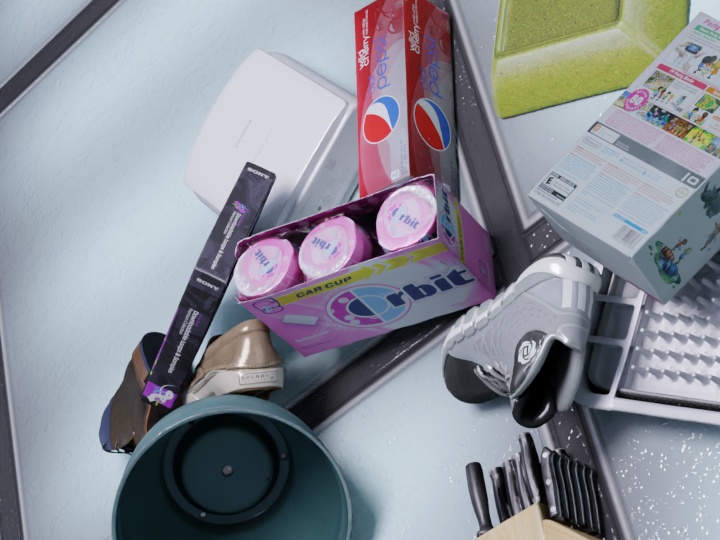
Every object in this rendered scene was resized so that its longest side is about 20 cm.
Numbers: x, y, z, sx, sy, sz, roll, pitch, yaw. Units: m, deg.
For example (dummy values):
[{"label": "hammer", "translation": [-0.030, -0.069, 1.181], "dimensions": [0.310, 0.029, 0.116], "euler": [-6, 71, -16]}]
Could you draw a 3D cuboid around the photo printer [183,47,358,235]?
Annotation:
[{"label": "photo printer", "translation": [-0.081, -0.115, 1.902], "dimensions": [0.200, 0.069, 0.167], "euler": [37, 98, 49]}]

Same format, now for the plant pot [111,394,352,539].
[{"label": "plant pot", "translation": [-0.112, 0.190, 1.711], "dimensions": [0.201, 0.200, 0.134], "euler": [-55, 14, 10]}]

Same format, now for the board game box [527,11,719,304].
[{"label": "board game box", "translation": [0.243, -0.087, 1.501], "dimensions": [0.200, 0.064, 0.147], "euler": [-46, 36, -4]}]

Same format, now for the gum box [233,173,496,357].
[{"label": "gum box", "translation": [0.000, 0.000, 1.689], "dimensions": [0.199, 0.113, 0.067], "euler": [-18, 57, 22]}]

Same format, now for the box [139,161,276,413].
[{"label": "box", "translation": [-0.138, 0.016, 1.799], "dimensions": [0.200, 0.036, 0.143], "euler": [119, 174, -46]}]

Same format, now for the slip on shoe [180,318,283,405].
[{"label": "slip on shoe", "translation": [-0.116, 0.087, 1.788], "dimensions": [0.200, 0.075, 0.061], "euler": [144, 119, -74]}]

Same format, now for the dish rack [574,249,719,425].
[{"label": "dish rack", "translation": [0.254, 0.033, 1.496], "dimensions": [0.199, 0.043, 0.173], "euler": [5, 74, 48]}]

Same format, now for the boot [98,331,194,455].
[{"label": "boot", "translation": [-0.196, 0.163, 1.895], "dimensions": [0.097, 0.074, 0.201], "euler": [-50, 34, 33]}]

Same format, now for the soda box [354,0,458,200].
[{"label": "soda box", "translation": [0.040, -0.148, 1.791], "dimensions": [0.063, 0.070, 0.201], "euler": [-25, 54, 37]}]

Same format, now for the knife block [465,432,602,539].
[{"label": "knife block", "translation": [0.124, 0.230, 1.517], "dimensions": [0.175, 0.064, 0.201], "euler": [20, 86, 50]}]

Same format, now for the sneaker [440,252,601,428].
[{"label": "sneaker", "translation": [0.116, 0.080, 1.548], "dimensions": [0.200, 0.075, 0.116], "euler": [128, 154, -50]}]

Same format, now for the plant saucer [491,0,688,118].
[{"label": "plant saucer", "translation": [0.187, -0.246, 1.703], "dimensions": [0.199, 0.048, 0.202], "euler": [-11, 63, 43]}]
